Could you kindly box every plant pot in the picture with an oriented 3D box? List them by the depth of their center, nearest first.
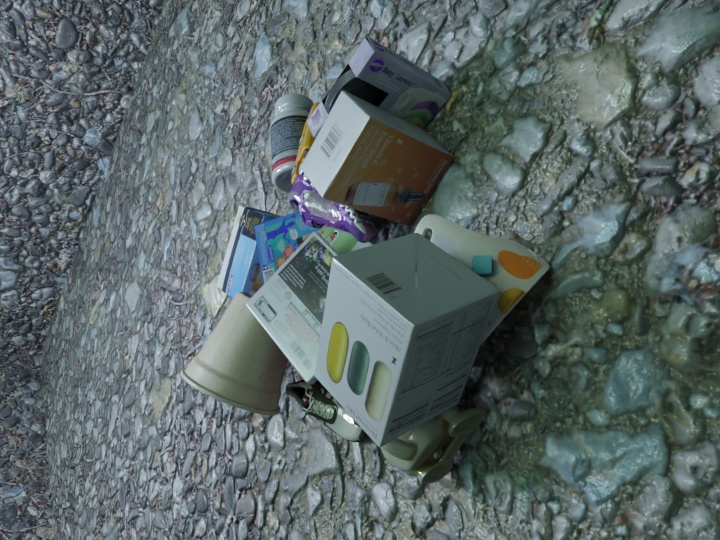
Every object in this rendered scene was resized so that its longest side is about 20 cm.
[{"bbox_3d":[-0.208,0.148,1.083,0.200,0.200,0.184,19,83,51],"label":"plant pot"}]

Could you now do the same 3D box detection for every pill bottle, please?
[{"bbox_3d":[-0.142,-0.286,1.270,0.120,0.120,0.200,-27,60,44],"label":"pill bottle"}]

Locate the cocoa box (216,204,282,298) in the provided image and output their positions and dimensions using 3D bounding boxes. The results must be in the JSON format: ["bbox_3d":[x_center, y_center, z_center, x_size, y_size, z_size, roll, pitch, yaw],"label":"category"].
[{"bbox_3d":[-0.217,-0.028,1.281,0.131,0.133,0.200,24,99,51],"label":"cocoa box"}]

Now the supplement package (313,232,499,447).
[{"bbox_3d":[0.051,0.085,0.740,0.152,0.151,0.200,40,133,36],"label":"supplement package"}]

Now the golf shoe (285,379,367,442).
[{"bbox_3d":[-0.062,0.260,1.055,0.200,0.088,0.077,19,94,50],"label":"golf shoe"}]

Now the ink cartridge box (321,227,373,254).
[{"bbox_3d":[0.000,0.000,1.020,0.200,0.059,0.104,39,94,36],"label":"ink cartridge box"}]

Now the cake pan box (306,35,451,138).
[{"bbox_3d":[0.030,-0.286,0.996,0.184,0.200,0.052,-48,48,29],"label":"cake pan box"}]

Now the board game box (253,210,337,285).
[{"bbox_3d":[-0.103,-0.050,1.129,0.200,0.045,0.152,-17,60,4],"label":"board game box"}]

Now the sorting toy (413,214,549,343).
[{"bbox_3d":[0.129,0.019,0.817,0.180,0.107,0.200,42,116,16],"label":"sorting toy"}]

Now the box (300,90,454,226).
[{"bbox_3d":[0.029,-0.184,0.968,0.152,0.200,0.106,-58,42,22],"label":"box"}]

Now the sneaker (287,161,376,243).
[{"bbox_3d":[-0.058,-0.104,1.017,0.200,0.080,0.088,43,100,26],"label":"sneaker"}]

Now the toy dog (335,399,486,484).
[{"bbox_3d":[0.048,0.210,0.855,0.200,0.194,0.140,41,121,38],"label":"toy dog"}]

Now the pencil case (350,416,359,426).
[{"bbox_3d":[-0.008,0.176,1.016,0.091,0.094,0.200,83,162,-48],"label":"pencil case"}]

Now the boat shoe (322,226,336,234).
[{"bbox_3d":[-0.031,-0.169,1.100,0.200,0.064,0.071,-65,7,-20],"label":"boat shoe"}]

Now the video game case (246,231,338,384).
[{"bbox_3d":[-0.079,0.058,0.962,0.182,0.023,0.200,-46,59,3],"label":"video game case"}]

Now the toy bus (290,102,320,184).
[{"bbox_3d":[-0.088,-0.248,1.149,0.078,0.065,0.200,124,159,-44],"label":"toy bus"}]
